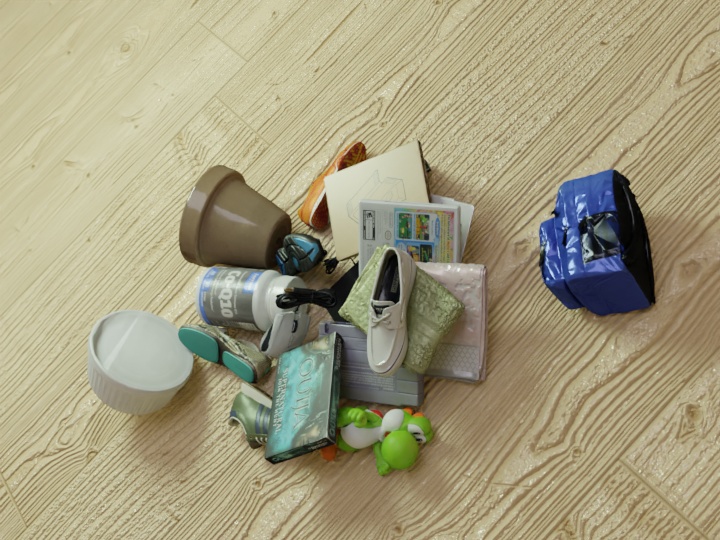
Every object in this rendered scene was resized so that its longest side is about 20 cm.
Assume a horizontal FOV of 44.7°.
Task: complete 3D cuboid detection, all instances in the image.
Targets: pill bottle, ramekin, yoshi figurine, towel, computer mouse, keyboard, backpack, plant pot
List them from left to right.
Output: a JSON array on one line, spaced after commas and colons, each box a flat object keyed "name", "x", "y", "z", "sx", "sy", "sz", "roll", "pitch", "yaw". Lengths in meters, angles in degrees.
[{"name": "ramekin", "x": -0.422, "y": 0.178, "z": 1.650, "sx": 0.095, "sy": 0.199, "sz": 0.204, "roll": -58, "pitch": 44, "yaw": 35}, {"name": "plant pot", "x": -0.234, "y": -0.083, "z": 1.713, "sx": 0.171, "sy": 0.201, "sz": 0.203, "roll": 21, "pitch": 73, "yaw": 16}, {"name": "pill bottle", "x": -0.204, "y": 0.054, "z": 1.650, "sx": 0.196, "sy": 0.114, "sz": 0.116, "roll": 3, "pitch": 64, "yaw": 28}, {"name": "computer mouse", "x": -0.121, "y": 0.104, "z": 1.555, "sx": 0.202, "sy": 0.107, "sz": 0.044, "roll": -61, "pitch": 37, "yaw": 42}, {"name": "keyboard", "x": 0.000, "y": 0.000, "z": 1.589, "sx": 0.200, "sy": 0.020, "sz": 0.128, "roll": -43, "pitch": 69, "yaw": 22}, {"name": "yoshi figurine", "x": 0.019, "y": 0.276, "z": 1.428, "sx": 0.195, "sy": 0.112, "sz": 0.115, "roll": -4, "pitch": 77, "yaw": 22}, {"name": "towel", "x": 0.066, "y": 0.060, "z": 1.434, "sx": 0.199, "sy": 0.036, "sz": 0.150, "roll": 36, "pitch": 95, "yaw": 32}, {"name": "towel", "x": 0.118, "y": 0.083, "z": 1.466, "sx": 0.196, "sy": 0.032, "sz": 0.196, "roll": 3, "pitch": 96, "yaw": 28}, {"name": "backpack", "x": 0.369, "y": -0.052, "z": 1.392, "sx": 0.164, "sy": 0.163, "sz": 0.204, "roll": -9, "pitch": 60, "yaw": 25}]

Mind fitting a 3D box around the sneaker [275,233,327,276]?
[{"name": "sneaker", "x": -0.100, "y": -0.039, "z": 1.617, "sx": 0.081, "sy": 0.199, "sz": 0.075, "roll": -25, "pitch": 93, "yaw": -19}]

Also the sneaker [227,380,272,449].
[{"name": "sneaker", "x": -0.158, "y": 0.279, "z": 1.538, "sx": 0.198, "sy": 0.067, "sz": 0.091, "roll": 28, "pitch": 85, "yaw": 35}]

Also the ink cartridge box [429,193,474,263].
[{"name": "ink cartridge box", "x": 0.119, "y": -0.077, "z": 1.570, "sx": 0.197, "sy": 0.066, "sz": 0.119, "roll": 17, "pitch": 93, "yaw": 32}]

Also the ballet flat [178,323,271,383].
[{"name": "ballet flat", "x": -0.250, "y": 0.147, "z": 1.652, "sx": 0.197, "sy": 0.069, "sz": 0.075, "roll": 25, "pitch": 35, "yaw": 23}]

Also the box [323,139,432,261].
[{"name": "box", "x": 0.033, "y": -0.123, "z": 1.563, "sx": 0.196, "sy": 0.021, "sz": 0.167, "roll": -19, "pitch": 68, "yaw": 24}]

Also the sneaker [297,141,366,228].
[{"name": "sneaker", "x": -0.059, "y": -0.179, "z": 1.737, "sx": 0.076, "sy": 0.073, "sz": 0.201, "roll": 24, "pitch": 73, "yaw": 45}]

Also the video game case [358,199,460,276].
[{"name": "video game case", "x": 0.083, "y": -0.016, "z": 1.510, "sx": 0.178, "sy": 0.024, "sz": 0.205, "roll": 5, "pitch": 106, "yaw": 19}]

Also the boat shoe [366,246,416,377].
[{"name": "boat shoe", "x": 0.043, "y": 0.063, "z": 1.385, "sx": 0.071, "sy": 0.065, "sz": 0.205, "roll": 9, "pitch": 80, "yaw": 29}]

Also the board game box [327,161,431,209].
[{"name": "board game box", "x": 0.037, "y": -0.159, "z": 1.658, "sx": 0.197, "sy": 0.105, "sz": 0.024, "roll": -27, "pitch": 81, "yaw": 10}]

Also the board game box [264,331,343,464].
[{"name": "board game box", "x": -0.092, "y": 0.211, "z": 1.461, "sx": 0.133, "sy": 0.028, "sz": 0.203, "roll": -24, "pitch": 44, "yaw": 29}]

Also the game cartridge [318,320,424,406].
[{"name": "game cartridge", "x": 0.017, "y": 0.159, "z": 1.494, "sx": 0.196, "sy": 0.038, "sz": 0.133, "roll": 4, "pitch": 100, "yaw": 30}]
